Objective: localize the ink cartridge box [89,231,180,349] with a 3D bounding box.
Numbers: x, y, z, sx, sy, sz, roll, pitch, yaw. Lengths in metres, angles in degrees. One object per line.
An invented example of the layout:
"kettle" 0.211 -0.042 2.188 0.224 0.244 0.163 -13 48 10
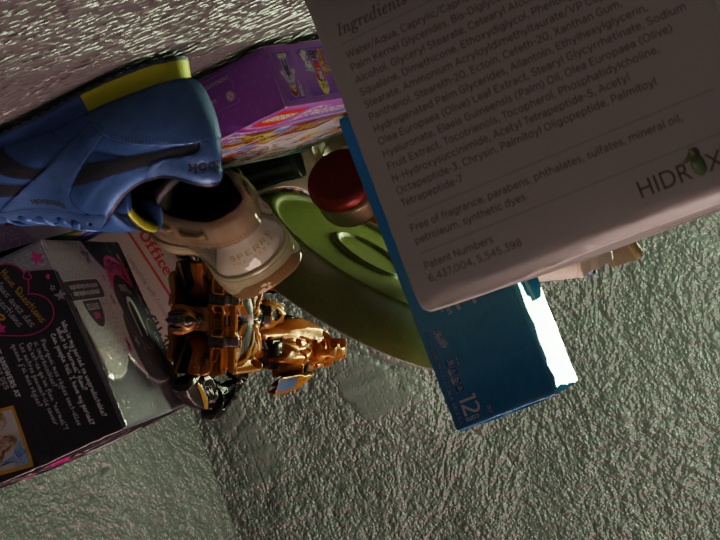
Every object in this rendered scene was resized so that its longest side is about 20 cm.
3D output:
"ink cartridge box" -0.185 0.028 1.431 0.200 0.117 0.067 -37 -169 -20

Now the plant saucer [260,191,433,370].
"plant saucer" 0.000 0.000 1.304 0.031 0.200 0.200 -60 165 15

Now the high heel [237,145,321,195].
"high heel" -0.098 -0.058 1.429 0.142 0.072 0.200 -16 175 8

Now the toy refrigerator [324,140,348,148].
"toy refrigerator" 0.054 -0.113 1.367 0.076 0.070 0.200 -19 177 -32

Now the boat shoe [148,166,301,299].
"boat shoe" -0.103 -0.046 1.243 0.072 0.065 0.200 -38 -149 -8

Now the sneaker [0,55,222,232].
"sneaker" -0.156 -0.044 1.030 0.199 0.079 0.066 -20 180 32

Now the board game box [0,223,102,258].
"board game box" -0.276 -0.007 1.266 0.199 0.041 0.200 -19 177 -41

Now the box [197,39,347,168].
"box" -0.045 -0.100 1.166 0.136 0.039 0.200 -22 178 34

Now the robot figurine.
"robot figurine" -0.072 0.027 1.362 0.058 0.146 0.200 3 -175 24

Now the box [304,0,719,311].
"box" 0.120 -0.100 0.954 0.199 0.172 0.199 -21 178 30

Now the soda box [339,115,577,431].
"soda box" 0.060 -0.011 1.170 0.068 0.201 0.064 -22 177 19

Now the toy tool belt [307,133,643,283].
"toy tool belt" 0.076 -0.032 1.268 0.199 0.125 0.123 -3 148 21

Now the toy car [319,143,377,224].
"toy car" 0.064 -0.065 1.580 0.200 0.151 0.175 -18 177 -44

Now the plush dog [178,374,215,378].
"plush dog" -0.223 0.017 1.585 0.171 0.161 0.200 -6 158 31

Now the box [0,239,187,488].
"box" -0.201 0.057 1.258 0.114 0.133 0.200 -24 177 5
